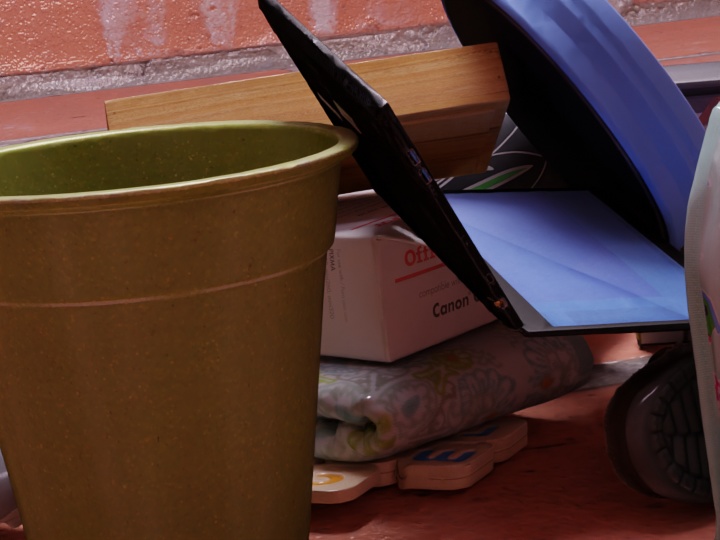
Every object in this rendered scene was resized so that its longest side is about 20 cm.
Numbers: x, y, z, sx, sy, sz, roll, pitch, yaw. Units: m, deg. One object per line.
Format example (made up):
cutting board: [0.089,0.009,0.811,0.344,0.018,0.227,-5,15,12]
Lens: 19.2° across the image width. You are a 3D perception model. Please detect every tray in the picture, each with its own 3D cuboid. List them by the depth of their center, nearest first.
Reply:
tray: [-0.028,-0.067,1.094,0.199,0.037,0.099,-9,-19,-7]

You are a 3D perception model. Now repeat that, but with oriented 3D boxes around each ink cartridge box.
ink cartridge box: [0.000,0.000,1.114,0.199,0.068,0.116,3,15,39]

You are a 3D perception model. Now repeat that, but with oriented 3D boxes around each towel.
towel: [-0.003,0.057,1.126,0.200,0.048,0.171,4,15,42]

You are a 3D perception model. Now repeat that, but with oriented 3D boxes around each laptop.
laptop: [0.064,-0.052,0.970,0.103,0.200,0.177,-35,29,-4]

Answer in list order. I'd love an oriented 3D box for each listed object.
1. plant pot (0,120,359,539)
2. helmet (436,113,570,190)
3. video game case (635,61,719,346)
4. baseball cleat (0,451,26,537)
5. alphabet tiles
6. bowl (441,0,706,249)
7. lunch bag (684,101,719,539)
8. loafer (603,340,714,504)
plant pot: [-0.090,0.042,0.937,0.199,0.191,0.200,-6,12,1]
helmet: [0.064,-0.039,1.277,0.199,0.201,0.191,-3,4,14]
video game case: [0.253,-0.040,1.224,0.199,0.181,0.026,-4,34,7]
baseball cleat: [-0.214,0.074,1.051,0.070,0.107,0.200,-26,15,-26]
alphabet tiles: [-0.020,0.092,1.100,0.199,0.015,0.195,0,10,24]
bowl: [0.112,-0.090,1.093,0.039,0.201,0.201,-39,16,-5]
lunch bag: [0.229,0.019,0.876,0.170,0.201,0.122,4,15,42]
loafer: [0.164,0.069,1.021,0.071,0.073,0.200,-9,2,35]
